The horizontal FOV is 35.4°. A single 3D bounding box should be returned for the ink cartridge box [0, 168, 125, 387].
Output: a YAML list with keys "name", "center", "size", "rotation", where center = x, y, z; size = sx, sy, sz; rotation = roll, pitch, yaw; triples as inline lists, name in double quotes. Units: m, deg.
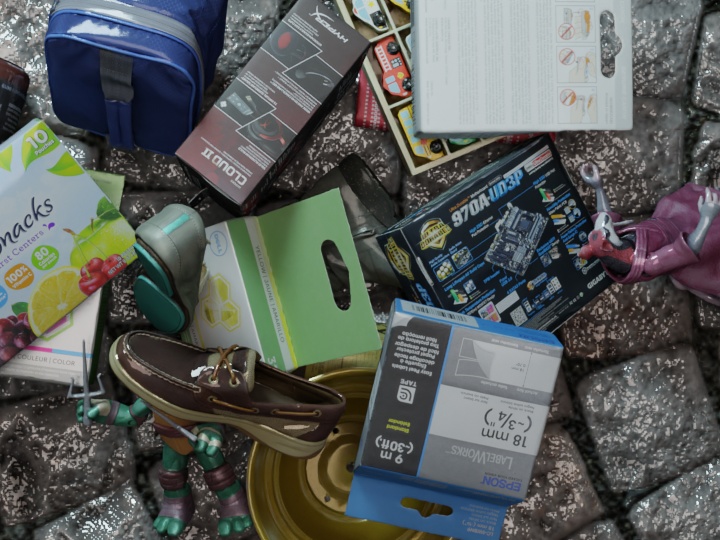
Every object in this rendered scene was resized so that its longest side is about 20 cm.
- name: "ink cartridge box"
  center: [-0.281, 0.000, 1.025]
  size: [0.104, 0.059, 0.200]
  rotation: [9, 87, -6]

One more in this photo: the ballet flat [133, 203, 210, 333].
- name: "ballet flat"
  center: [-0.154, 0.001, 0.961]
  size: [0.067, 0.200, 0.064]
  rotation: [44, 70, 7]

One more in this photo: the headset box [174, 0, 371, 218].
- name: "headset box"
  center: [-0.085, -0.132, 1.006]
  size: [0.075, 0.149, 0.200]
  rotation: [38, 85, -3]

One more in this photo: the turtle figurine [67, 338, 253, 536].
- name: "turtle figurine"
  center: [-0.162, 0.138, 0.992]
  size: [0.101, 0.150, 0.200]
  rotation: [-38, 121, -44]

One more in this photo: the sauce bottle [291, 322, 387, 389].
- name: "sauce bottle"
  center: [0.027, 0.082, 1.055]
  size: [0.200, 0.065, 0.065]
  rotation: [7, 88, -8]

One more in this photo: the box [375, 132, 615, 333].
- name: "box"
  center: [0.131, -0.012, 1.032]
  size: [0.200, 0.046, 0.159]
  rotation: [-34, 100, -29]

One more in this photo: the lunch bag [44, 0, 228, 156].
- name: "lunch bag"
  center: [-0.197, -0.182, 0.977]
  size: [0.136, 0.200, 0.132]
  rotation: [16, 68, -3]

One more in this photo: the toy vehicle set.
- name: "toy vehicle set"
  center: [0.065, -0.203, 1.065]
  size: [0.124, 0.027, 0.200]
  rotation: [-24, 92, -3]

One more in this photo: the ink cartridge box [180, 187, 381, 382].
- name: "ink cartridge box"
  center: [-0.085, 0.022, 0.990]
  size: [0.048, 0.200, 0.146]
  rotation: [-15, 89, -47]

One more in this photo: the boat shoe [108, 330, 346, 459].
- name: "boat shoe"
  center: [-0.105, 0.088, 0.932]
  size: [0.200, 0.072, 0.072]
  rotation: [26, 123, -14]

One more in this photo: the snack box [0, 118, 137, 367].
- name: "snack box"
  center: [-0.303, -0.012, 0.947]
  size: [0.200, 0.053, 0.142]
  rotation: [-41, 110, -8]

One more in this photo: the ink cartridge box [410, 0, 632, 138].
- name: "ink cartridge box"
  center: [0.146, -0.204, 1.037]
  size: [0.200, 0.047, 0.160]
  rotation: [-1, 91, -7]

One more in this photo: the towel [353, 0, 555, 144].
- name: "towel"
  center: [0.099, -0.199, 1.091]
  size: [0.200, 0.022, 0.145]
  rotation: [5, 90, -4]

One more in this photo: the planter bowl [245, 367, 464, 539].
- name: "planter bowl"
  center: [-0.005, 0.186, 1.037]
  size: [0.200, 0.083, 0.201]
  rotation: [0, 89, -6]

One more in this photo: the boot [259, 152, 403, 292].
- name: "boot"
  center: [0.000, 0.000, 1.064]
  size: [0.131, 0.068, 0.200]
  rotation: [-37, 93, 7]

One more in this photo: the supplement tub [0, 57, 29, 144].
- name: "supplement tub"
  center: [-0.371, -0.097, 0.995]
  size: [0.107, 0.107, 0.200]
  rotation: [18, 86, -5]

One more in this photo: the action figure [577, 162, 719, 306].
- name: "action figure"
  center: [0.274, -0.021, 1.052]
  size: [0.200, 0.134, 0.149]
  rotation: [-11, 115, -31]

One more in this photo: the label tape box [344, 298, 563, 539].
- name: "label tape box"
  center: [0.076, 0.139, 0.951]
  size: [0.144, 0.063, 0.200]
  rotation: [12, 99, -2]
